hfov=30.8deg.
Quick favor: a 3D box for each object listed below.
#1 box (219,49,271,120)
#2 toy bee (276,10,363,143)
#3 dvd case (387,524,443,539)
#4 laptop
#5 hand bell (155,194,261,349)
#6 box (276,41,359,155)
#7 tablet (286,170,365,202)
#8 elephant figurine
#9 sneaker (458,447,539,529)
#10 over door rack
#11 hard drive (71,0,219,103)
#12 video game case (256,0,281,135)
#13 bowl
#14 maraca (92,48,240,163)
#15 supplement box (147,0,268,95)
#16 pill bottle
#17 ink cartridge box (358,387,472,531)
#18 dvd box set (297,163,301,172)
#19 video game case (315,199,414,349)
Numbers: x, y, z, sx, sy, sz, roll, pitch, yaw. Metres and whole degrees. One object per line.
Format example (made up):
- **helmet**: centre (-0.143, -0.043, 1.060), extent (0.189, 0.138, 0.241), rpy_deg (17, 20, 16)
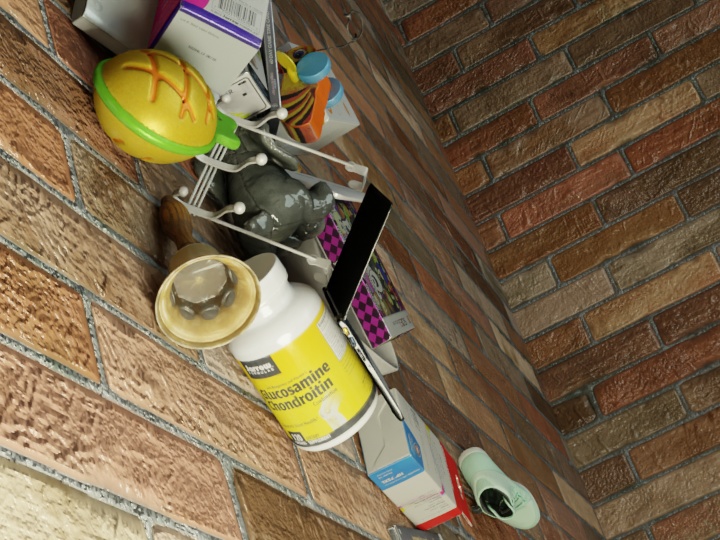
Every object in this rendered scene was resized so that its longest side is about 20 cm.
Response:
- **box**: centre (-0.184, -0.255, 1.634), extent (0.060, 0.115, 0.201), rpy_deg (55, 13, -40)
- **toy bee**: centre (-0.074, -0.252, 1.745), extent (0.201, 0.107, 0.132), rpy_deg (-54, 139, -47)
- **dvd case**: centre (0.098, 0.403, 1.671), extent (0.150, 0.016, 0.200), rpy_deg (68, 13, 21)
- **laptop**: centre (0.026, 0.030, 1.434), extent (0.202, 0.115, 0.187), rpy_deg (58, 0, -12)
- **hand bell**: centre (-0.173, -0.020, 1.312), extent (0.105, 0.103, 0.201), rpy_deg (54, 3, -37)
- **box**: centre (-0.089, -0.244, 1.893), extent (0.126, 0.097, 0.200), rpy_deg (62, 13, 3)
- **tablet**: centre (-0.059, -0.116, 1.759), extent (0.200, 0.128, 0.014), rpy_deg (-1, 109, -76)
- **elephant figurine**: centre (-0.133, -0.120, 1.580), extent (0.202, 0.140, 0.155), rpy_deg (60, -26, 14)
- **sneaker**: centre (0.236, 0.388, 2.133), extent (0.200, 0.073, 0.119), rpy_deg (45, 13, -29)
- **over door rack**: centre (-0.093, -0.099, 1.458), extent (0.198, 0.067, 0.149), rpy_deg (26, 60, -8)
- **hard drive**: centre (-0.235, -0.281, 1.487), extent (0.199, 0.026, 0.134), rpy_deg (34, 46, -40)
- **video game case**: centre (-0.126, -0.272, 1.718), extent (0.143, 0.019, 0.203), rpy_deg (119, -32, -70)
- **bowl**: centre (-0.038, 0.041, 1.720), extent (0.200, 0.074, 0.202), rpy_deg (45, 23, -56)
- **maraca**: centre (-0.200, -0.171, 1.364), extent (0.138, 0.107, 0.199), rpy_deg (52, 25, 15)
- **supplement box**: centre (-0.163, -0.317, 1.474), extent (0.100, 0.103, 0.202), rpy_deg (23, 52, -22)
- **pill bottle**: centre (-0.072, 0.085, 1.394), extent (0.201, 0.111, 0.112), rpy_deg (58, 13, -23)
- **ink cartridge box**: centre (0.072, 0.262, 1.732), extent (0.200, 0.067, 0.117), rpy_deg (52, 17, -42)
- **dvd box set**: centre (-0.140, -0.170, 1.833), extent (0.147, 0.029, 0.200), rpy_deg (59, 14, -16)
- **video game case**: centre (0.000, 0.000, 1.711), extent (0.202, 0.035, 0.181), rpy_deg (63, 11, 4)
